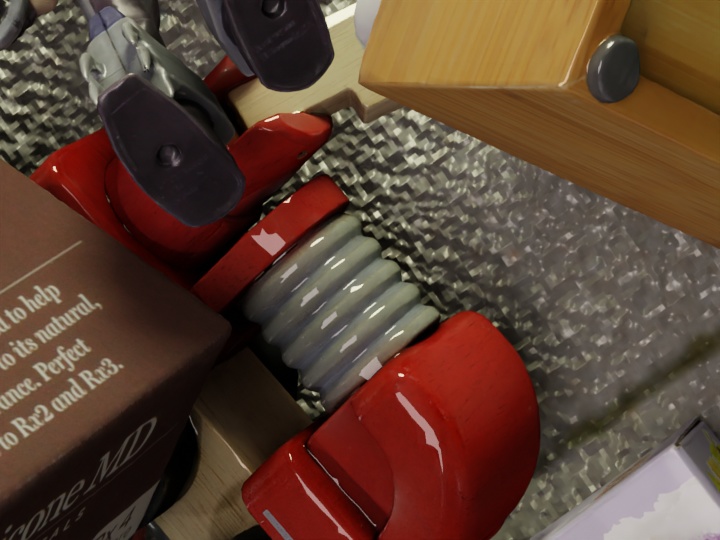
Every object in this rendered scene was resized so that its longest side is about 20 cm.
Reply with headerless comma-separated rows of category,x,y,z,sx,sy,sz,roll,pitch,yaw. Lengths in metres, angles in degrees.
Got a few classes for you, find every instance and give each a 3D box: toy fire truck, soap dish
toy fire truck,0.000,0.000,0.861,0.176,0.129,0.200,49,120,5
soap dish,0.104,-0.089,0.745,0.081,0.200,0.158,22,91,47

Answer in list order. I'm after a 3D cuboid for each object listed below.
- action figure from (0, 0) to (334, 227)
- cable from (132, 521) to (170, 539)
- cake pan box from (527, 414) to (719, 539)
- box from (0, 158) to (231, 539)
action figure,-0.063,-0.096,0.833,0.130,0.200,0.069,-42,122,5
cable,-0.095,0.134,0.952,0.097,0.050,0.201,5,111,23
cake pan box,0.084,0.176,0.887,0.200,0.052,0.184,-38,84,20
box,-0.172,0.072,0.799,0.164,0.166,0.200,35,124,13
